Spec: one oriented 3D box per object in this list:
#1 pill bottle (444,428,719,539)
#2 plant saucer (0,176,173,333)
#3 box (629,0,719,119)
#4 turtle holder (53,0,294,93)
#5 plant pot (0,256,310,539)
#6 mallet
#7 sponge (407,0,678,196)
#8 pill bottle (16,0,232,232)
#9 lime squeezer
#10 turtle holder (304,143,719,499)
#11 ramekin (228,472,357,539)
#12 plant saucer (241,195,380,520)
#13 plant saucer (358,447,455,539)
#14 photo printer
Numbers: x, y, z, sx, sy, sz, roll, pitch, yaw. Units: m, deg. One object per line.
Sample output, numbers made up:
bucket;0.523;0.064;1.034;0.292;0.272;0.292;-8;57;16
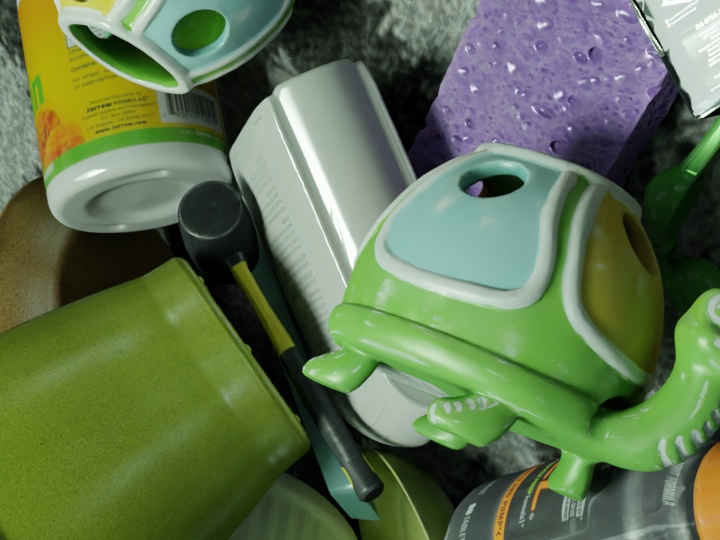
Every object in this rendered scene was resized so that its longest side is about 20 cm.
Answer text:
pill bottle;0.137;0.135;0.831;0.200;0.106;0.107;-29;84;51
plant saucer;-0.160;0.033;1.074;0.035;0.200;0.201;-12;98;28
box;0.176;-0.175;0.647;0.200;0.046;0.160;-34;79;34
turtle holder;-0.105;-0.178;0.896;0.140;0.132;0.186;21;168;16
plant pot;-0.137;0.099;0.919;0.201;0.192;0.200;54;175;8
mallet;-0.042;0.043;0.936;0.201;0.041;0.066;59;172;16
sponge;0.090;-0.077;0.852;0.112;0.030;0.201;50;138;24
pill bottle;-0.148;-0.134;1.023;0.111;0.110;0.201;-34;62;51
lime squeezer;0.170;-0.009;0.793;0.070;0.038;0.201;-2;106;18
turtle holder;0.076;0.019;0.752;0.185;0.140;0.132;10;74;62
ramekin;-0.095;0.221;1.049;0.094;0.201;0.203;-88;6;-57
plant saucer;-0.036;0.053;1.002;0.070;0.019;0.201;61;-173;-64
plant saucer;0.044;0.196;0.981;0.200;0.031;0.201;165;90;-77
photo printer;0.000;0.000;0.926;0.201;0.069;0.166;67;166;4
